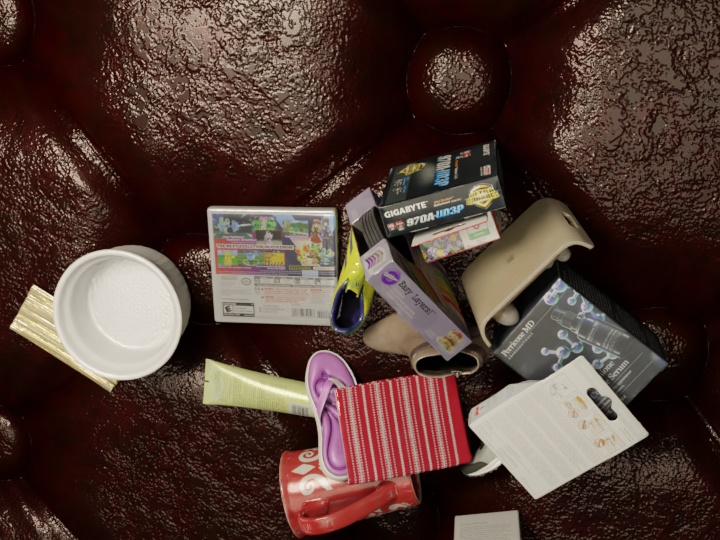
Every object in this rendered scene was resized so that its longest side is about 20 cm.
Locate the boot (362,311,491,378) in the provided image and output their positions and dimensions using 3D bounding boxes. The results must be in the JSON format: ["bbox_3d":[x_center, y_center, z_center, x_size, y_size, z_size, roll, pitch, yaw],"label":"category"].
[{"bbox_3d":[0.091,0.111,1.358,0.198,0.146,0.071,-9,108,12],"label":"boot"}]

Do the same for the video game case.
[{"bbox_3d":[-0.131,-0.007,1.421,0.198,0.023,0.184,2,108,9],"label":"video game case"}]

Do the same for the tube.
[{"bbox_3d":[-0.153,0.190,1.476,0.198,0.052,0.058,8,64,9],"label":"tube"}]

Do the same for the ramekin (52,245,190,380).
[{"bbox_3d":[-0.357,0.057,1.429,0.199,0.098,0.202,2,104,6],"label":"ramekin"}]

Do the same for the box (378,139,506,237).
[{"bbox_3d":[0.113,-0.113,1.257,0.158,0.200,0.046,-14,109,13],"label":"box"}]

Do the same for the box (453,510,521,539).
[{"bbox_3d":[0.203,0.491,1.432,0.105,0.200,0.153,-7,106,9],"label":"box"}]

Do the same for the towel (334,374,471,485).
[{"bbox_3d":[0.065,0.232,1.395,0.198,0.022,0.146,-7,79,-17],"label":"towel"}]

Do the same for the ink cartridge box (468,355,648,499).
[{"bbox_3d":[0.278,0.216,1.327,0.200,0.050,0.162,-37,103,22],"label":"ink cartridge box"}]

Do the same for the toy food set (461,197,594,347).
[{"bbox_3d":[0.229,0.000,1.307,0.060,0.144,0.200,37,109,-22],"label":"toy food set"}]

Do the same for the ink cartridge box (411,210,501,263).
[{"bbox_3d":[0.134,-0.056,1.271,0.108,0.200,0.051,-18,104,14],"label":"ink cartridge box"}]

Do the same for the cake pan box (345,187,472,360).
[{"bbox_3d":[0.062,0.001,1.277,0.052,0.185,0.200,-37,123,14],"label":"cake pan box"}]

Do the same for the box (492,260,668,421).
[{"bbox_3d":[0.313,0.107,1.345,0.200,0.107,0.149,37,109,-3],"label":"box"}]

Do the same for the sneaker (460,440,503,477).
[{"bbox_3d":[0.222,0.236,1.424,0.079,0.074,0.200,43,102,4],"label":"sneaker"}]

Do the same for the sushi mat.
[{"bbox_3d":[-0.465,0.112,1.513,0.199,0.012,0.096,33,108,-2],"label":"sushi mat"}]

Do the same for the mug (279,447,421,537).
[{"bbox_3d":[-0.011,0.345,1.441,0.198,0.178,0.134,-13,132,8],"label":"mug"}]

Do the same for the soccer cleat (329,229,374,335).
[{"bbox_3d":[0.001,0.001,1.364,0.064,0.084,0.202,16,99,6],"label":"soccer cleat"}]

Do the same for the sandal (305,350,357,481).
[{"bbox_3d":[-0.032,0.212,1.407,0.082,0.050,0.204,-3,66,-18],"label":"sandal"}]
